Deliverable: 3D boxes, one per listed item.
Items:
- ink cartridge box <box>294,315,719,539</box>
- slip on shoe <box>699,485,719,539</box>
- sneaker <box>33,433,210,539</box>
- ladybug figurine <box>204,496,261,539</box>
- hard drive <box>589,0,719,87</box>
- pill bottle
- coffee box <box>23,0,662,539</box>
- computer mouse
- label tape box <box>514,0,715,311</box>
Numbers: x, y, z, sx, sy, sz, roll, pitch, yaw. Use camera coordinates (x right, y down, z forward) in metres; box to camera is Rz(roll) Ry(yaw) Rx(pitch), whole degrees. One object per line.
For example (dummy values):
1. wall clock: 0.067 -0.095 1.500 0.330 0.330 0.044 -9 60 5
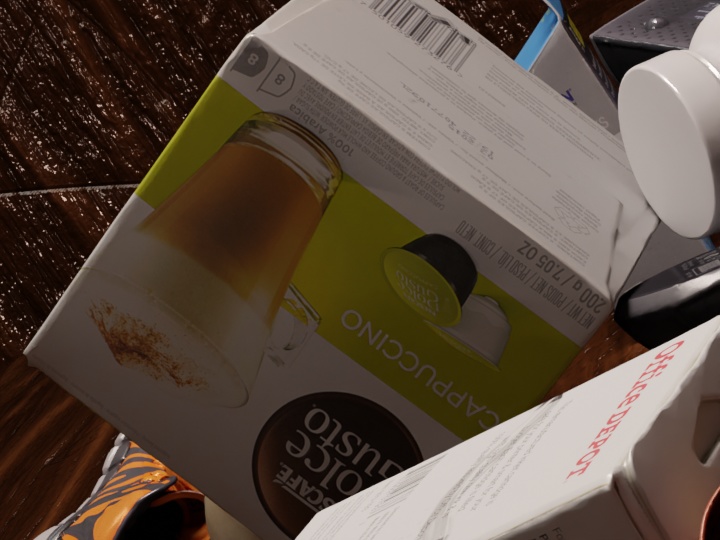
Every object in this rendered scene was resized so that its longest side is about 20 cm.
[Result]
1. ink cartridge box: 0.054 0.111 1.005 0.200 0.083 0.145 -28 8 31
2. slip on shoe: 0.127 0.104 0.826 0.074 0.061 0.200 -30 9 11
3. sneaker: -0.107 0.135 1.662 0.112 0.078 0.200 -20 25 46
4. ladybug figurine: -0.010 0.084 1.520 0.200 0.072 0.136 -38 8 -36
5. hard drive: 0.236 -0.141 1.577 0.135 0.042 0.200 13 31 42
6. pill bottle: 0.226 -0.087 1.326 0.200 0.112 0.112 -21 3 -19
7. coffee box: 0.000 0.000 1.330 0.198 0.200 0.200 -53 0 22
8. computer mouse: 0.209 0.000 1.234 0.200 0.053 0.139 -23 5 9
9. label tape box: 0.114 -0.073 1.522 0.066 0.200 0.143 -34 7 8
